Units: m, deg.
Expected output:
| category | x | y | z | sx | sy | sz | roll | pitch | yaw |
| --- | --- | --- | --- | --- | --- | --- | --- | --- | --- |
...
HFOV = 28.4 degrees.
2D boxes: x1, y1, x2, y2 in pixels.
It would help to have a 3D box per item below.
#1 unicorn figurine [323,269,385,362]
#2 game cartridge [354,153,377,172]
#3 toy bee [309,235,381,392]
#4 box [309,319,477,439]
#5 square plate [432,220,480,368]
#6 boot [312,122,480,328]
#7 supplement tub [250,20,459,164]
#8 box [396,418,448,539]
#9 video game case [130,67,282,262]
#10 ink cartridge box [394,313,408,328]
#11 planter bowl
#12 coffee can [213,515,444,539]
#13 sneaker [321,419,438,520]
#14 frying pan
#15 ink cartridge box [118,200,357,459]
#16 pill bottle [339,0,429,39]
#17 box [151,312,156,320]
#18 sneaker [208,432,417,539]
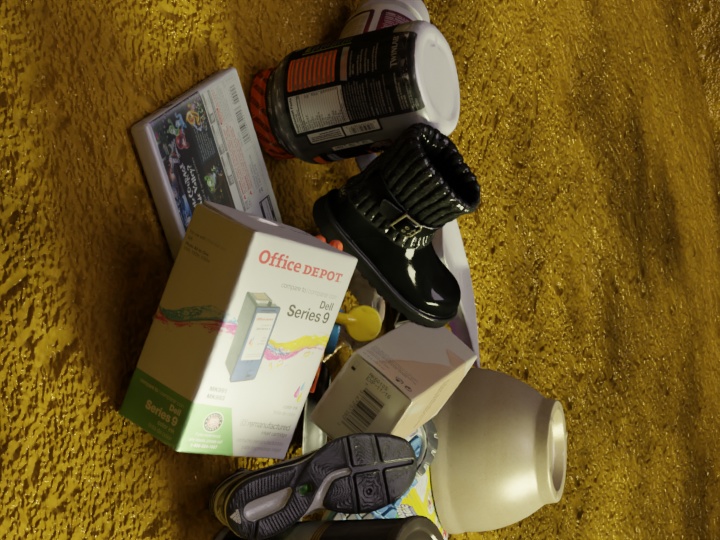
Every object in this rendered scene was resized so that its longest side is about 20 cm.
| category | x | y | z | sx | sy | sz | roll | pitch | yaw |
| --- | --- | --- | --- | --- | --- | --- | --- | --- | --- |
| unicorn figurine | 0.000 | 0.000 | 1.587 | 0.200 | 0.073 | 0.139 | -42 | 117 | -55 |
| game cartridge | 0.052 | -0.037 | 1.650 | 0.201 | 0.038 | 0.131 | 64 | 6 | -52 |
| toy bee | -0.052 | 0.025 | 1.417 | 0.200 | 0.129 | 0.110 | -121 | -141 | -54 |
| box | 0.038 | 0.117 | 1.454 | 0.078 | 0.095 | 0.200 | 39 | 23 | 13 |
| square plate | 0.113 | -0.009 | 1.798 | 0.201 | 0.028 | 0.199 | -92 | 165 | -49 |
| boot | 0.070 | -0.040 | 1.447 | 0.211 | 0.157 | 0.080 | 40 | 35 | -28 |
| supplement tub | -0.006 | -0.180 | 1.474 | 0.122 | 0.198 | 0.124 | 30 | 56 | -58 |
| box | 0.074 | 0.246 | 1.678 | 0.201 | 0.048 | 0.118 | 63 | 33 | -50 |
| video game case | -0.141 | -0.076 | 1.386 | 0.182 | 0.023 | 0.202 | -47 | 126 | -57 |
| ink cartridge box | 0.094 | 0.126 | 1.765 | 0.095 | 0.037 | 0.202 | -66 | 141 | -60 |
| planter bowl | 0.173 | 0.214 | 1.695 | 0.200 | 0.133 | 0.203 | 0 | 90 | -71 |
| coffee can | -0.030 | 0.305 | 1.321 | 0.146 | 0.198 | 0.148 | 23 | 64 | -59 |
| sneaker | 0.002 | 0.239 | 1.543 | 0.200 | 0.086 | 0.075 | -51 | 121 | -25 |
| frying pan | -0.050 | 0.178 | 1.452 | 0.115 | 0.030 | 0.192 | 91 | 3 | -64 |
| ink cartridge box | -0.105 | 0.056 | 1.251 | 0.145 | 0.087 | 0.202 | 15 | 96 | -52 |
| pill bottle | 0.021 | -0.236 | 1.637 | 0.201 | 0.108 | 0.110 | -74 | 145 | -47 |
| box | -0.123 | 0.085 | 1.352 | 0.042 | 0.039 | 0.200 | -48 | 139 | -6 |
| sneaker | -0.052 | 0.193 | 1.344 | 0.198 | 0.115 | 0.077 | -12 | 95 | -24 |
